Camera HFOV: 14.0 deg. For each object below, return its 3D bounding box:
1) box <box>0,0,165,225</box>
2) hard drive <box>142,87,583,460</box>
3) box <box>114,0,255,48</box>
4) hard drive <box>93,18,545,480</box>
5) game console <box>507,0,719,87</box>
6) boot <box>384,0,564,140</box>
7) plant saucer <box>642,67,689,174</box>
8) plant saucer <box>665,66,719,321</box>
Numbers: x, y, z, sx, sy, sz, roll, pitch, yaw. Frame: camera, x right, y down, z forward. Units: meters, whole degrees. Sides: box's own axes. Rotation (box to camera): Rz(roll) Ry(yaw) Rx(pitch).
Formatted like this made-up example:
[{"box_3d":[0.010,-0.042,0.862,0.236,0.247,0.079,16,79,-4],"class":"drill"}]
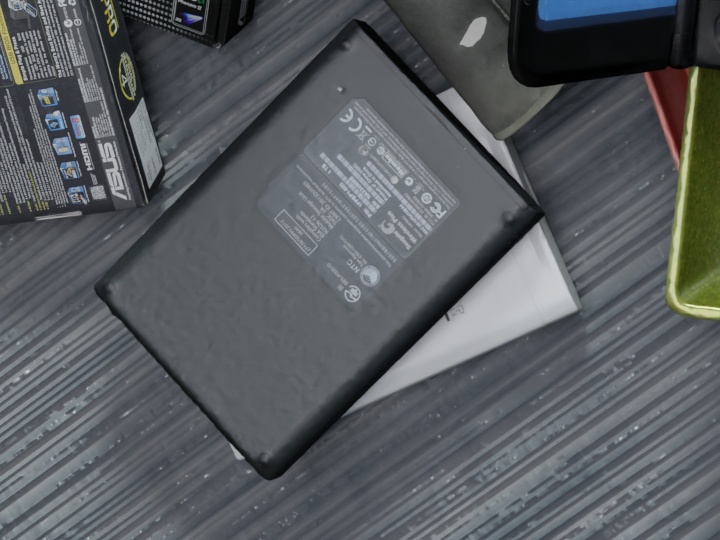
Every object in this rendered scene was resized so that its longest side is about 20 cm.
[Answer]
[{"box_3d":[-0.204,-0.120,1.531,0.161,0.049,0.200,-8,115,15],"class":"box"},{"box_3d":[0.000,0.000,1.530,0.200,0.027,0.132,-24,85,14],"class":"hard drive"},{"box_3d":[-0.137,-0.235,1.508,0.200,0.048,0.194,22,127,15],"class":"box"},{"box_3d":[-0.024,-0.010,1.506,0.200,0.033,0.140,-45,80,11],"class":"hard drive"},{"box_3d":[0.170,-0.179,1.328,0.175,0.116,0.201,9,108,15],"class":"game console"},{"box_3d":[0.013,-0.145,1.451,0.182,0.073,0.200,-40,114,-7],"class":"boot"},{"box_3d":[0.255,-0.078,1.455,0.199,0.037,0.201,-20,85,15],"class":"plant saucer"},{"box_3d":[0.258,-0.067,1.411,0.199,0.048,0.200,7,93,15],"class":"plant saucer"}]
